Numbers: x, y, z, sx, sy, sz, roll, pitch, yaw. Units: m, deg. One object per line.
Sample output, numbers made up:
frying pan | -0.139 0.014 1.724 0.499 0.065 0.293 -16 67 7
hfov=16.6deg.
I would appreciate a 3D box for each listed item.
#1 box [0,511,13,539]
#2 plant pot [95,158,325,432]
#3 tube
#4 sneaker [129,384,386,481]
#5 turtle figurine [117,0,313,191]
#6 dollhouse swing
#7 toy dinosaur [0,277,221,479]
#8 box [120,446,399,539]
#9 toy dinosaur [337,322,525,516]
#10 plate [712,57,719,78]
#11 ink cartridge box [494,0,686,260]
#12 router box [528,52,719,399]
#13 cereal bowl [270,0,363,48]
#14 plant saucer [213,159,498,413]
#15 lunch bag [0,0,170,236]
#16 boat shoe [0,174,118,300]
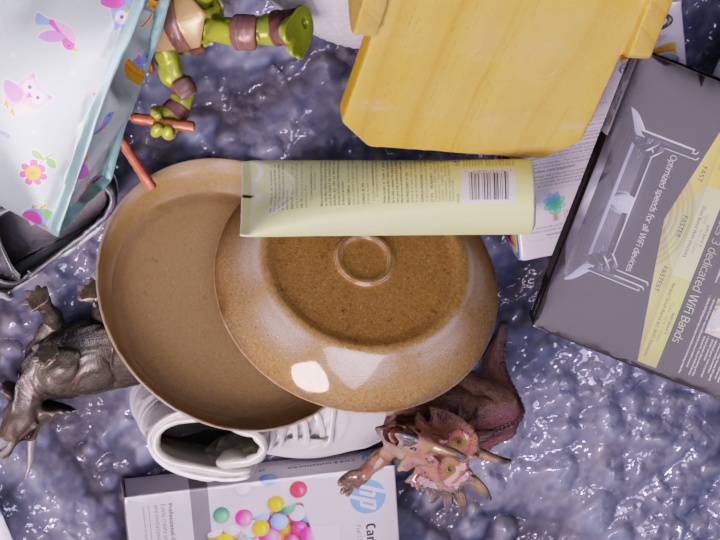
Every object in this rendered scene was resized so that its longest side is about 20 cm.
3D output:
box | -0.332 0.248 1.778 0.199 0.048 0.123 -21 111 -1
plant pot | -0.090 0.019 1.693 0.198 0.027 0.202 9 65 -20
tube | 0.018 -0.049 1.661 0.198 0.058 0.052 0 91 -3
sneaker | -0.060 0.114 1.740 0.198 0.116 0.074 0 107 -11
turtle figurine | -0.112 -0.161 1.651 0.160 0.064 0.202 -8 98 28
dollhouse swing | 0.081 -0.195 1.612 0.198 0.176 0.183 3 68 -14
toy dinosaur | -0.183 0.055 1.728 0.199 0.077 0.103 -26 149 -11
box | -0.070 0.218 1.813 0.198 0.041 0.157 -6 110 -8
toy dinosaur | 0.068 0.106 1.721 0.199 0.135 0.087 -28 116 -41
plate | 0.310 -0.066 1.733 0.199 0.032 0.201 23 93 -32
ink cartridge box | 0.157 -0.122 1.712 0.135 0.076 0.202 -10 112 -7
router box | 0.221 -0.029 1.658 0.156 0.052 0.201 22 97 -2
cereal bowl | 0.015 -0.242 1.647 0.198 0.083 0.202 -2 109 -7
plant saucer | 0.000 0.000 1.678 0.198 0.202 0.036 2 149 -9
lunch bag | -0.219 -0.154 1.587 0.169 0.122 0.201 25 118 5
boat shoe | -0.253 -0.011 1.691 0.198 0.068 0.074 -25 111 0
